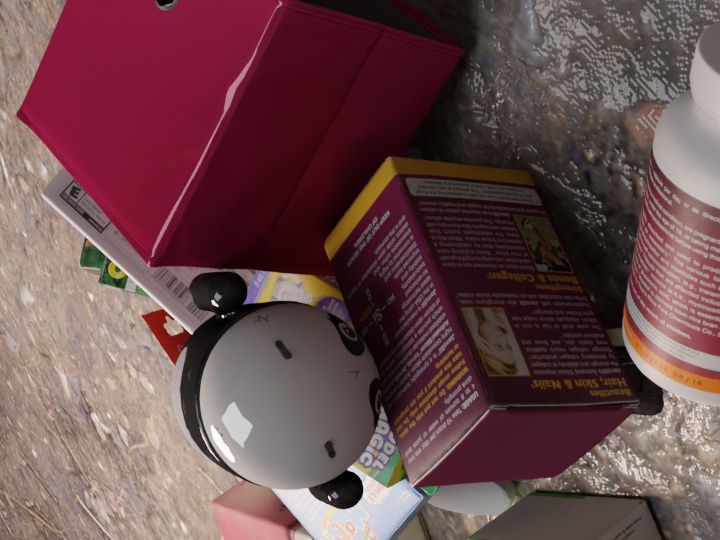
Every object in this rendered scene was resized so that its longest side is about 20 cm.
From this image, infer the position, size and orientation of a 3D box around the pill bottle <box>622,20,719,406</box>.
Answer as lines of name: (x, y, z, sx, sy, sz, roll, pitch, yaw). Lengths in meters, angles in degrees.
pill bottle: (0.212, -0.031, 0.683, 0.113, 0.113, 0.201, 35, 141, 36)

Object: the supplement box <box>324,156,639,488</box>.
supplement box: (0.077, 0.033, 0.840, 0.103, 0.130, 0.201, -51, 47, 41)

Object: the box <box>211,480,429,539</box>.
box: (-0.041, 0.270, 1.278, 0.200, 0.128, 0.109, 2, 116, 54)

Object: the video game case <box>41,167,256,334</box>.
video game case: (-0.148, -0.068, 1.089, 0.200, 0.182, 0.023, 42, 177, 6)

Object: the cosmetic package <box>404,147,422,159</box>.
cosmetic package: (0.000, 0.000, 1.016, 0.103, 0.073, 0.201, 13, 116, 40)

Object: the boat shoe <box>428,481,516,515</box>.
boat shoe: (0.048, 0.148, 1.106, 0.201, 0.086, 0.075, 17, 138, 11)

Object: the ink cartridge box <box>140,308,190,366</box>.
ink cartridge box: (-0.134, 0.112, 1.277, 0.201, 0.050, 0.161, 58, -174, 1)

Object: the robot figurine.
robot figurine: (-0.059, 0.082, 0.844, 0.150, 0.125, 0.200, 21, 172, -16)

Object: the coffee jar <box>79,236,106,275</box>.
coffee jar: (-0.201, -0.088, 1.178, 0.104, 0.085, 0.201, 2, 78, 60)

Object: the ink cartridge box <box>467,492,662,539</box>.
ink cartridge box: (0.192, 0.288, 0.996, 0.145, 0.084, 0.201, -11, 105, 58)

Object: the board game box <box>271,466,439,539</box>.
board game box: (-0.035, 0.147, 1.042, 0.200, 0.037, 0.152, 48, 136, 16)

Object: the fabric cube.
fabric cube: (-0.088, -0.134, 0.880, 0.196, 0.199, 0.200, 44, 115, 31)

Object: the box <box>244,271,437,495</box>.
box: (-0.007, 0.078, 0.951, 0.199, 0.048, 0.118, 29, 103, 18)

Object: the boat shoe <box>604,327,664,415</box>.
boat shoe: (0.144, 0.092, 0.905, 0.201, 0.071, 0.061, -30, 59, 58)

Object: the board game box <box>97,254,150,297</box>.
board game box: (-0.160, -0.072, 1.111, 0.104, 0.201, 0.023, 14, 174, 1)
